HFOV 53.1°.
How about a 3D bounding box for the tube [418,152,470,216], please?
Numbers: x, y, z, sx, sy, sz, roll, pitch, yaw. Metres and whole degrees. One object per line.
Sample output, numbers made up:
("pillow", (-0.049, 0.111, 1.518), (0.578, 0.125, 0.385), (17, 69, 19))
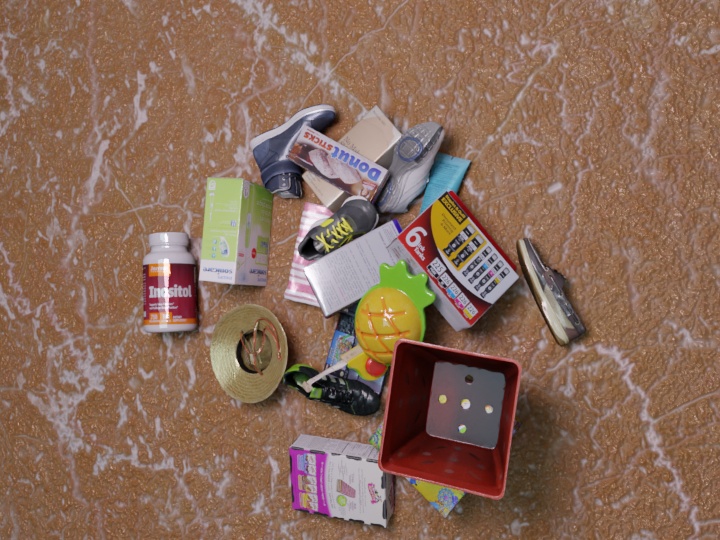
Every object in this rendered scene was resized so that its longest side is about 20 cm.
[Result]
("tube", (0.145, -0.122, 1.374), (0.076, 0.050, 0.205), (18, 89, 21))

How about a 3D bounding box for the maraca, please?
("maraca", (0.059, 0.078, 1.269), (0.135, 0.107, 0.203), (29, 118, 13))

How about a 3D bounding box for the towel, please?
("towel", (-0.069, -0.029, 1.434), (0.143, 0.030, 0.205), (9, 81, 20))

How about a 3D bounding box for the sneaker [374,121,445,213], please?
("sneaker", (0.097, -0.191, 1.357), (0.201, 0.086, 0.075), (-53, 52, 27))

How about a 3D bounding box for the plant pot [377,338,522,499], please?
("plant pot", (0.154, 0.224, 1.156), (0.195, 0.176, 0.206), (9, 89, 17))

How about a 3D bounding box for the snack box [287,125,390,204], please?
("snack box", (-0.042, -0.197, 1.351), (0.198, 0.024, 0.073), (31, 90, 21))

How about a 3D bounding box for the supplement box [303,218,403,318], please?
("supplement box", (0.000, 0.000, 1.350), (0.197, 0.101, 0.105), (-29, 86, -6))

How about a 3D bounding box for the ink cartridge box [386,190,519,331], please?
("ink cartridge box", (0.177, -0.030, 1.282), (0.175, 0.084, 0.201), (-42, 90, -16))

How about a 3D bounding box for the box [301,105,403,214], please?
("box", (-0.006, -0.209, 1.397), (0.200, 0.078, 0.095), (-44, 69, 5))

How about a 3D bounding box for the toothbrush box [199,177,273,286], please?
("toothbrush box", (-0.247, -0.074, 1.454), (0.084, 0.145, 0.206), (5, 88, 18))

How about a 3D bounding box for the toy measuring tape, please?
("toy measuring tape", (-0.012, 0.189, 1.346), (0.197, 0.074, 0.074), (-31, 77, -15))

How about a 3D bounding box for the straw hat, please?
("straw hat", (-0.203, 0.161, 1.457), (0.196, 0.085, 0.207), (2, 94, 28))

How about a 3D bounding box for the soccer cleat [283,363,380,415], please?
("soccer cleat", (-0.058, 0.233, 1.376), (0.196, 0.081, 0.069), (17, 101, 20))

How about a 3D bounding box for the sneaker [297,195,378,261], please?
("sneaker", (-0.043, -0.067, 1.338), (0.075, 0.085, 0.198), (48, 138, -12))

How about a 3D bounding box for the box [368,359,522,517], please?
("box", (0.155, 0.291, 1.307), (0.192, 0.122, 0.201), (41, 100, 16))

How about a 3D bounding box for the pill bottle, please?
("pill bottle", (-0.402, 0.027, 1.520), (0.110, 0.113, 0.206), (-4, 86, 19))

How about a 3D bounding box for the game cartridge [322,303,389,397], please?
("game cartridge", (0.001, 0.160, 1.416), (0.127, 0.038, 0.205), (17, 93, 15))

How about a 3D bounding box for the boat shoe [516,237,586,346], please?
("boat shoe", (0.339, 0.031, 1.289), (0.064, 0.073, 0.204), (-23, 83, 5))

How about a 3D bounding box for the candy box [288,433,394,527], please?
("candy box", (-0.035, 0.400, 1.383), (0.195, 0.061, 0.140), (5, 107, 20))

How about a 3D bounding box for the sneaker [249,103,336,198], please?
("sneaker", (-0.119, -0.230, 1.444), (0.199, 0.077, 0.149), (-25, 70, 21))
